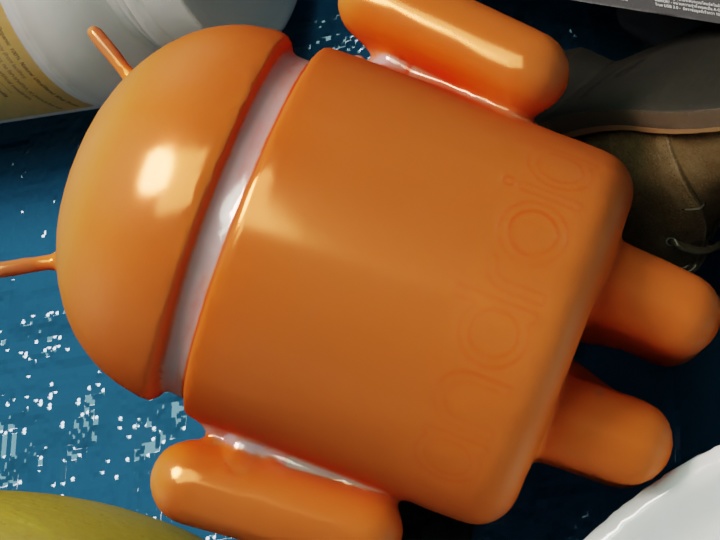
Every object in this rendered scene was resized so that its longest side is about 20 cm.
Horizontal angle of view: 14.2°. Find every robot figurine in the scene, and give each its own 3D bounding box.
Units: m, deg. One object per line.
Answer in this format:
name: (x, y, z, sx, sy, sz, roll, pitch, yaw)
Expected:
robot figurine: (0.001, -0.002, 0.825, 0.200, 0.144, 0.117, 20, 34, 4)

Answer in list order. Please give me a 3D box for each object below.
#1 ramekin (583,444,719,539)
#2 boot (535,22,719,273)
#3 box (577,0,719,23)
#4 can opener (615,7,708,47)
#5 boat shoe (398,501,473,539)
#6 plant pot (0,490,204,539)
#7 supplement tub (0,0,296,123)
ramekin: (0.124, 0.144, 0.746, 0.200, 0.098, 0.201, -31, 35, 25)
boot: (0.100, -0.032, 0.867, 0.200, 0.076, 0.074, -9, 19, 48)
box: (0.078, -0.142, 0.920, 0.200, 0.050, 0.158, 13, 36, 33)
can opener: (0.147, -0.055, 0.874, 0.200, 0.067, 0.053, 35, 120, 36)
boat shoe: (-0.011, 0.036, 0.925, 0.074, 0.076, 0.200, -17, 57, 33)
plant pot: (-0.132, 0.148, 0.888, 0.200, 0.142, 0.200, -12, 62, 24)
supplement tub: (-0.134, -0.123, 1.017, 0.200, 0.145, 0.145, -7, 64, 25)
